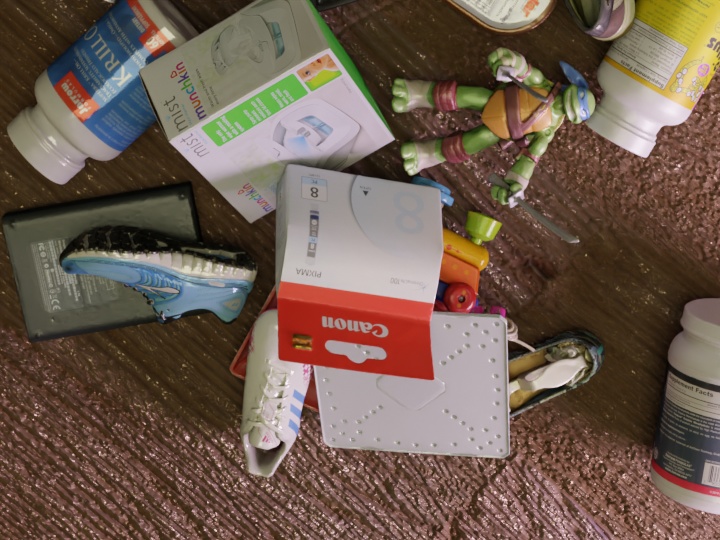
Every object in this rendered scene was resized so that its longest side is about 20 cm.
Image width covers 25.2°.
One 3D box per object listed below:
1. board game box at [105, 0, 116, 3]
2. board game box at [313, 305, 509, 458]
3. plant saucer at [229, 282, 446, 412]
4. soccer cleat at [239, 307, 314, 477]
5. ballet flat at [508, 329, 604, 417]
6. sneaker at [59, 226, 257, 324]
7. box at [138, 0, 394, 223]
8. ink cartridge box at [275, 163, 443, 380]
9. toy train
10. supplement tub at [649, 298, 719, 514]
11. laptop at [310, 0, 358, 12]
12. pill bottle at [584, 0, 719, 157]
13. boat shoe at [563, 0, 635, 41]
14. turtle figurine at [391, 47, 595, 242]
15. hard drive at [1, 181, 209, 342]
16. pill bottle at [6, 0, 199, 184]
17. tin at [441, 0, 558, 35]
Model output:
[{"bbox_3d":[-0.283,-0.380,1.548,0.159,0.097,0.200,16,105,-6],"label":"board game box"},{"bbox_3d":[0.053,0.110,1.652,0.199,0.026,0.200,3,131,10],"label":"board game box"},{"bbox_3d":[-0.012,0.074,1.679,0.200,0.037,0.200,24,131,-8],"label":"plant saucer"},{"bbox_3d":[-0.088,0.132,1.665,0.070,0.086,0.200,10,131,5],"label":"soccer cleat"},{"bbox_3d":[0.166,0.120,1.713,0.200,0.074,0.074,-29,104,6],"label":"ballet flat"},{"bbox_3d":[-0.209,0.014,1.637,0.200,0.078,0.090,11,109,-4],"label":"sneaker"},{"bbox_3d":[-0.089,-0.161,1.559,0.176,0.200,0.097,-30,62,6],"label":"box"},{"bbox_3d":[0.000,0.000,1.545,0.160,0.200,0.047,9,146,-16],"label":"ink cartridge box"},{"bbox_3d":[0.116,-0.009,1.676,0.200,0.085,0.116,25,89,-10],"label":"toy train"},{"bbox_3d":[0.385,0.142,1.686,0.140,0.140,0.200,6,105,-3],"label":"supplement tub"},{"bbox_3d":[-0.019,-0.352,1.540,0.200,0.103,0.178,-16,91,3],"label":"laptop"},{"bbox_3d":[0.305,-0.217,1.602,0.104,0.104,0.200,27,104,-8],"label":"pill bottle"},{"bbox_3d":[0.215,-0.322,1.564,0.072,0.066,0.201,-16,88,28],"label":"boat shoe"},{"bbox_3d":[0.124,-0.141,1.584,0.194,0.200,0.144,-3,141,24],"label":"turtle figurine"},{"bbox_3d":[-0.262,-0.008,1.686,0.200,0.033,0.140,-9,106,2],"label":"hard drive"},{"bbox_3d":[-0.251,-0.180,1.596,0.200,0.112,0.112,-42,102,9],"label":"pill bottle"},{"bbox_3d":[0.111,-0.314,1.607,0.200,0.042,0.112,33,107,-10],"label":"tin"}]
